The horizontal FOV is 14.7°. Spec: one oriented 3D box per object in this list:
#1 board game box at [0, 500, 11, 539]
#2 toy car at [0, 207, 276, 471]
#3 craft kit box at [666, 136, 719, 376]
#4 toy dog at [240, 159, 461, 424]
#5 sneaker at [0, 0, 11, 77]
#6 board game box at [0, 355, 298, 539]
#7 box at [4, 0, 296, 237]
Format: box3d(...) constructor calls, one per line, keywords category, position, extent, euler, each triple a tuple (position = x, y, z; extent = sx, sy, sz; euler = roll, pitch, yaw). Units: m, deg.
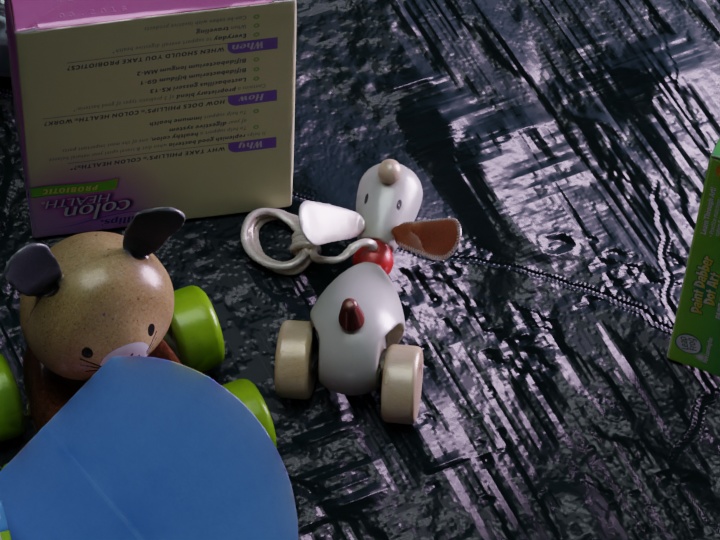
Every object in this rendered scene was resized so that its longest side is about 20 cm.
box3d(category="board game box", position=(-0.283, 0.219, 1.569), extent=(0.199, 0.045, 0.135), euler=(-13, 83, -13))
box3d(category="toy car", position=(-0.149, 0.041, 1.655), extent=(0.164, 0.200, 0.158), euler=(-19, 55, -17))
box3d(category="craft kit box", position=(0.295, 0.016, 1.698), extent=(0.197, 0.200, 0.049), euler=(19, 53, 11))
box3d(category="toy dog", position=(0.000, 0.000, 1.761), extent=(0.131, 0.097, 0.201), euler=(-7, 52, -9))
box3d(category="sneaker", position=(-0.189, -0.173, 1.840), extent=(0.199, 0.118, 0.074), euler=(-11, 78, 19))
box3d(category="board game box", position=(-0.126, 0.147, 1.614), extent=(0.200, 0.039, 0.158), euler=(-46, 78, 13))
box3d(category="box", position=(-0.135, -0.129, 1.791), extent=(0.175, 0.201, 0.097), euler=(-8, 52, -8))
